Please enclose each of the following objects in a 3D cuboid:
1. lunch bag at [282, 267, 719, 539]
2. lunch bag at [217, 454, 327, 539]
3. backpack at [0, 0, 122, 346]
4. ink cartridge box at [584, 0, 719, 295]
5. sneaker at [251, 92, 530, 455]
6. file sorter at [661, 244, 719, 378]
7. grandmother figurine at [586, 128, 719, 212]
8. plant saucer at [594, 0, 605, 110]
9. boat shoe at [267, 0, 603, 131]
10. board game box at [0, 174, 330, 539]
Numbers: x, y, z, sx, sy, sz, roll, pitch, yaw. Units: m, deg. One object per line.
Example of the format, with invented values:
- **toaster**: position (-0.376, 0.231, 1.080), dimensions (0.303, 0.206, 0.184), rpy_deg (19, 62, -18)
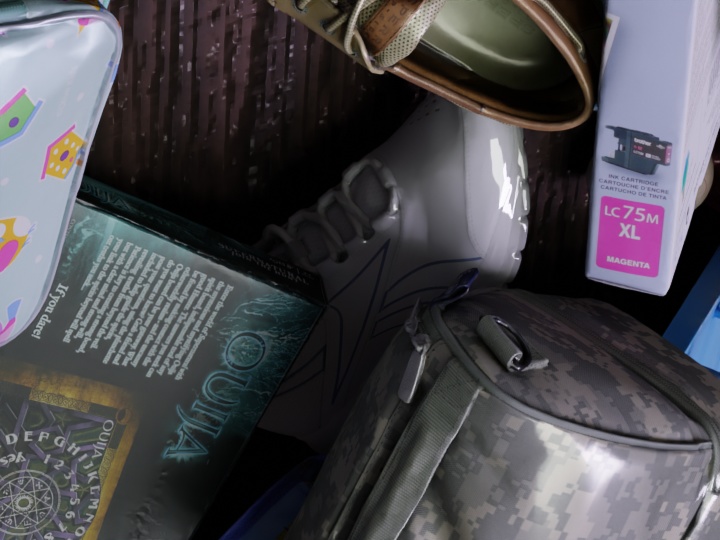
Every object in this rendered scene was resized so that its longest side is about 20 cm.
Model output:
- **lunch bag**: position (0.045, 0.105, 1.091), dimensions (0.167, 0.139, 0.200), rpy_deg (2, 121, -56)
- **lunch bag**: position (0.003, 0.145, 1.255), dimensions (0.150, 0.094, 0.200), rpy_deg (12, 124, -37)
- **backpack**: position (-0.184, -0.061, 0.923), dimensions (0.199, 0.154, 0.176), rpy_deg (0, 130, -28)
- **ink cartridge box**: position (0.118, -0.105, 1.083), dimensions (0.042, 0.120, 0.201), rpy_deg (12, 132, 10)
- **sneaker**: position (0.000, 0.000, 1.154), dimensions (0.087, 0.075, 0.200), rpy_deg (10, 128, -32)
- **file sorter**: position (0.184, 0.083, 1.264), dimensions (0.200, 0.122, 0.139), rpy_deg (-50, 156, -52)
- **grandmother figurine**: position (0.184, -0.068, 1.253), dimensions (0.199, 0.061, 0.122), rpy_deg (-24, 115, -21)
- **plant saucer**: position (0.111, -0.157, 1.140), dimensions (0.199, 0.036, 0.201), rpy_deg (-19, 134, -21)
- **boat shoe**: position (0.011, -0.111, 1.043), dimensions (0.199, 0.074, 0.076), rpy_deg (22, 124, -25)
- **board game box**: position (-0.117, 0.063, 1.129), dimensions (0.135, 0.028, 0.200), rpy_deg (23, 112, -20)
